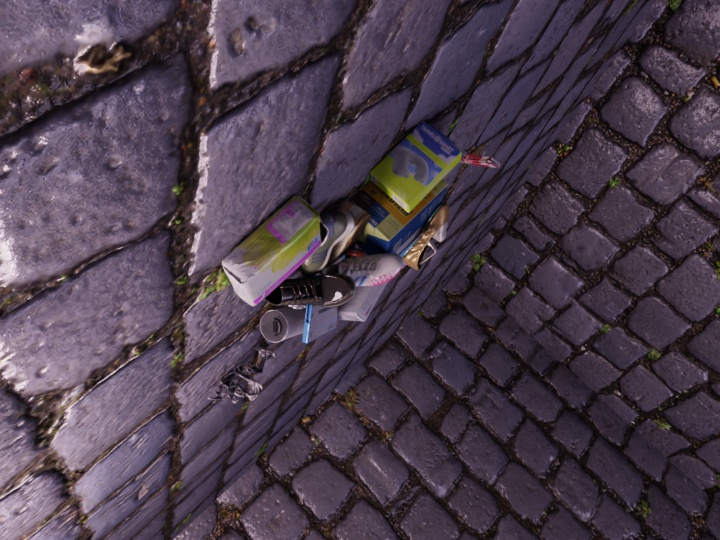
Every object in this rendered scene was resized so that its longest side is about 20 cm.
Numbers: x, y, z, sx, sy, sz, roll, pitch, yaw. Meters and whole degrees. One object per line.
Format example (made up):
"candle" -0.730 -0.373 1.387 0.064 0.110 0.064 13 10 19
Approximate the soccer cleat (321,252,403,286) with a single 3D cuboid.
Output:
"soccer cleat" 0.000 0.000 1.387 0.199 0.070 0.086 -17 149 27

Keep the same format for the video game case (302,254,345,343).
"video game case" -0.089 0.066 1.476 0.143 0.018 0.201 -21 122 -61

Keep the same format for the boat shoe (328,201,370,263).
"boat shoe" -0.041 -0.088 1.365 0.074 0.066 0.200 -41 173 -39

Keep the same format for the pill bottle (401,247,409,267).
"pill bottle" 0.121 -0.075 1.819 0.200 0.109 0.109 -45 168 13

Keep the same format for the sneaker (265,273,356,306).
"sneaker" -0.114 0.051 1.327 0.199 0.075 0.106 -6 -178 26

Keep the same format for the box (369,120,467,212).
"box" 0.132 -0.241 1.343 0.200 0.122 0.048 -45 165 -10

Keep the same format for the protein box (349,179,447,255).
"protein box" 0.084 -0.142 1.450 0.200 0.135 0.199 -44 167 -14

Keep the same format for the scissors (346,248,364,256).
"scissors" 0.003 -0.047 1.564 0.200 0.073 0.014 5 101 -60

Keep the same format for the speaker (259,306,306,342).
"speaker" -0.175 0.128 1.542 0.081 0.081 0.200 -51 167 17

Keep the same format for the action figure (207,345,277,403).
"action figure" -0.300 0.290 1.577 0.200 0.102 0.119 -43 178 -24

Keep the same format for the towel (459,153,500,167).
"towel" 0.228 -0.269 1.446 0.144 0.199 0.023 -12 112 -69

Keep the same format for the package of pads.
"package of pads" -0.161 -0.034 1.131 0.200 0.068 0.155 -44 167 -15

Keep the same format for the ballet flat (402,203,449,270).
"ballet flat" 0.177 -0.080 1.494 0.069 0.063 0.200 -33 162 -50

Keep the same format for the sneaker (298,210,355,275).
"sneaker" -0.100 -0.059 1.290 0.090 0.067 0.200 -4 147 -44

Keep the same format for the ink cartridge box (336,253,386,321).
"ink cartridge box" -0.005 0.042 1.600 0.196 0.043 0.201 -3 -131 57

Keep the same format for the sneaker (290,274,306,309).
"sneaker" -0.108 0.031 1.499 0.200 0.075 0.087 -27 150 -58
